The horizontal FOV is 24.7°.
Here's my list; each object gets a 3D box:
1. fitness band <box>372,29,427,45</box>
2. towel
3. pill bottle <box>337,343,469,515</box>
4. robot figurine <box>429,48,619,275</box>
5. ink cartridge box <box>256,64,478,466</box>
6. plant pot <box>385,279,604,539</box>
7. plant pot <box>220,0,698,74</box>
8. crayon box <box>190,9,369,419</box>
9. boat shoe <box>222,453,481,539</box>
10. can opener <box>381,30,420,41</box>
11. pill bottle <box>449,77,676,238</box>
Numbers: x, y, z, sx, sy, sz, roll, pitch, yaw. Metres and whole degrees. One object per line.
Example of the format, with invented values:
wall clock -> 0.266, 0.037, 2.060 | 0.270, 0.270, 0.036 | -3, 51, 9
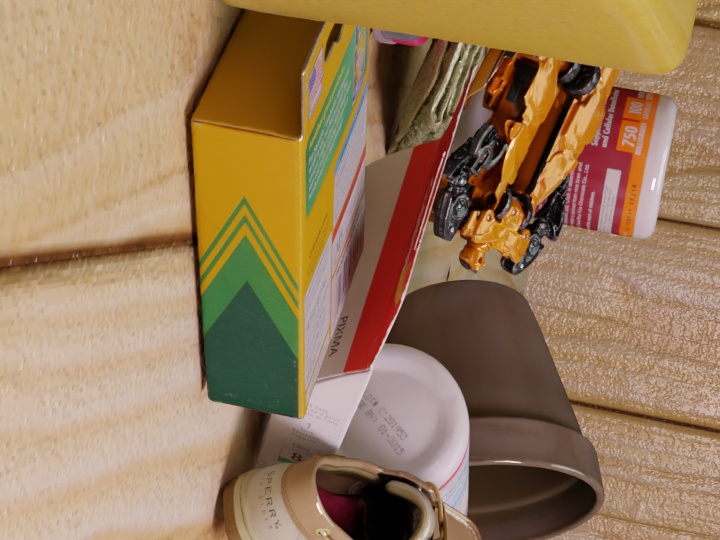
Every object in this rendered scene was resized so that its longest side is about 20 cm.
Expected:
fitness band -> 0.037, -0.228, 1.030 | 0.201, 0.037, 0.145 | -70, 164, -51
towel -> 0.062, -0.144, 1.111 | 0.200, 0.036, 0.150 | 109, 3, -82
pill bottle -> 0.019, 0.141, 1.099 | 0.201, 0.108, 0.110 | 86, 17, -59
robot figurine -> 0.115, -0.094, 1.175 | 0.145, 0.058, 0.201 | 24, 93, -49
ink cartridge box -> 0.000, 0.000, 0.887 | 0.201, 0.050, 0.162 | 109, -1, -54
plant pot -> 0.087, 0.110, 1.308 | 0.201, 0.198, 0.175 | 83, 5, -62
plant pot -> 0.022, -0.188, 0.535 | 0.200, 0.192, 0.198 | 5, 96, -76
crayon box -> -0.033, -0.049, 0.747 | 0.126, 0.051, 0.201 | -70, 168, -46
boat shoe -> 0.013, 0.144, 0.900 | 0.199, 0.066, 0.075 | 18, 54, -49
can opener -> 0.022, -0.221, 0.840 | 0.053, 0.066, 0.202 | -49, 148, -73
pill bottle -> 0.141, -0.096, 1.286 | 0.113, 0.198, 0.114 | 10, 90, -81
